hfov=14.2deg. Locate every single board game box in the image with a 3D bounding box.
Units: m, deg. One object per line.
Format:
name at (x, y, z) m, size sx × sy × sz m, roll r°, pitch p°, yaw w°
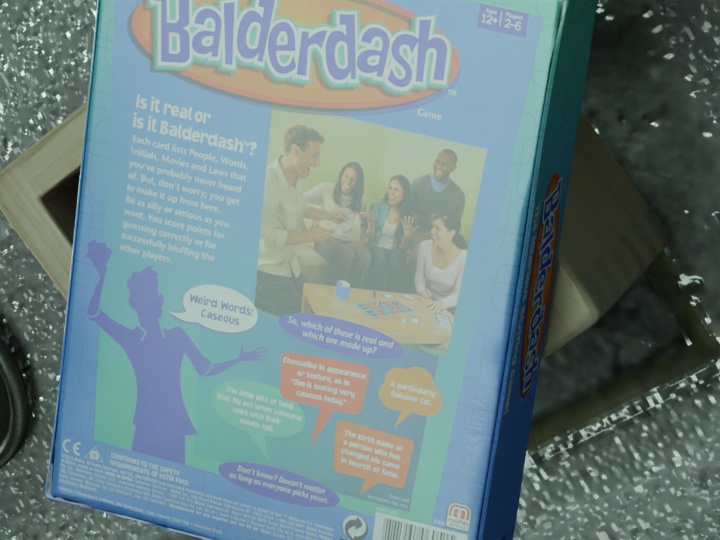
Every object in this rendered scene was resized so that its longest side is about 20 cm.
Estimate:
board game box at (-0.015, -0.008, 0.909) m, size 0.151 × 0.045 × 0.201 m, roll 14°, pitch 109°, yaw 16°

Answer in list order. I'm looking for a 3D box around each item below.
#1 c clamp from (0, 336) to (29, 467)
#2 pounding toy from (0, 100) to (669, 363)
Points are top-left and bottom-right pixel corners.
c clamp at (-0.220, 0.030, 1.224) m, size 0.171 × 0.027 × 0.200 m, roll 46°, pitch 129°, yaw -3°
pounding toy at (0.000, 0.000, 1.009) m, size 0.184 × 0.142 × 0.200 m, roll -36°, pitch 91°, yaw 25°
